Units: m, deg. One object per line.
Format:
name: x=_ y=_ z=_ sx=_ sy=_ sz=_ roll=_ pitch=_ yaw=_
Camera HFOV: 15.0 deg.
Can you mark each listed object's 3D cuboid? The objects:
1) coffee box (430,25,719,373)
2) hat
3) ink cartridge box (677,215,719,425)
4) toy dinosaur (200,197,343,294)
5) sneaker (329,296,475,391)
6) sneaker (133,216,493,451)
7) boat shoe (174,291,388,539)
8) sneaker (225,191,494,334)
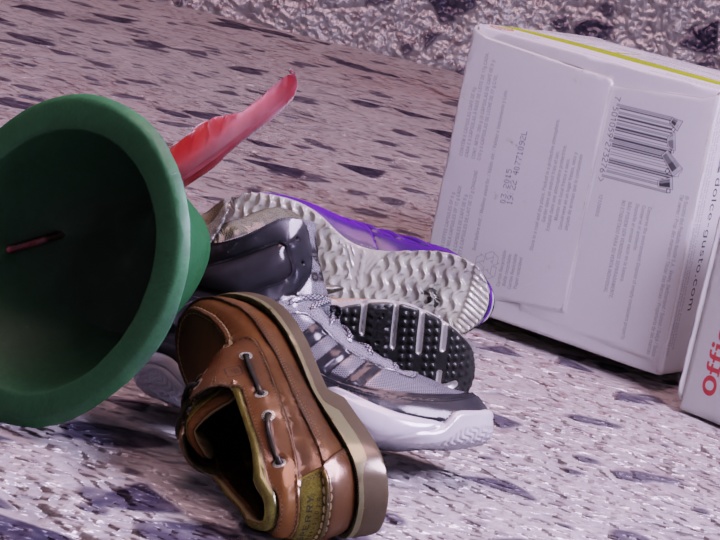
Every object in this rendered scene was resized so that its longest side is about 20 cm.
coffee box: x=0.191 y=-0.054 z=1.976 sx=0.199 sy=0.201 sz=0.197 roll=17 pitch=10 yaw=29
hat: x=-0.108 y=-0.001 z=1.466 sx=0.166 sy=0.200 sz=0.176 roll=55 pitch=19 yaw=26
ink cartridge box: x=0.318 y=0.050 z=1.765 sx=0.083 sy=0.146 sz=0.199 roll=3 pitch=14 yaw=-46
toy dinosaur: x=-0.061 y=0.001 z=1.682 sx=0.199 sy=0.103 sz=0.077 roll=2 pitch=15 yaw=-43
sneaker: x=-0.030 y=0.041 z=1.593 sx=0.199 sy=0.074 sz=0.080 roll=10 pitch=8 yaw=-16
sneaker: x=-0.018 y=0.033 z=1.495 sx=0.199 sy=0.115 sz=0.075 roll=11 pitch=-7 yaw=-2
boat shoe: x=-0.058 y=0.067 z=1.366 sx=0.068 sy=0.072 sz=0.200 roll=-6 pitch=26 yaw=-26
sneaker: x=0.000 y=0.001 z=1.887 sx=0.199 sy=0.070 sz=0.099 roll=19 pitch=5 yaw=13
